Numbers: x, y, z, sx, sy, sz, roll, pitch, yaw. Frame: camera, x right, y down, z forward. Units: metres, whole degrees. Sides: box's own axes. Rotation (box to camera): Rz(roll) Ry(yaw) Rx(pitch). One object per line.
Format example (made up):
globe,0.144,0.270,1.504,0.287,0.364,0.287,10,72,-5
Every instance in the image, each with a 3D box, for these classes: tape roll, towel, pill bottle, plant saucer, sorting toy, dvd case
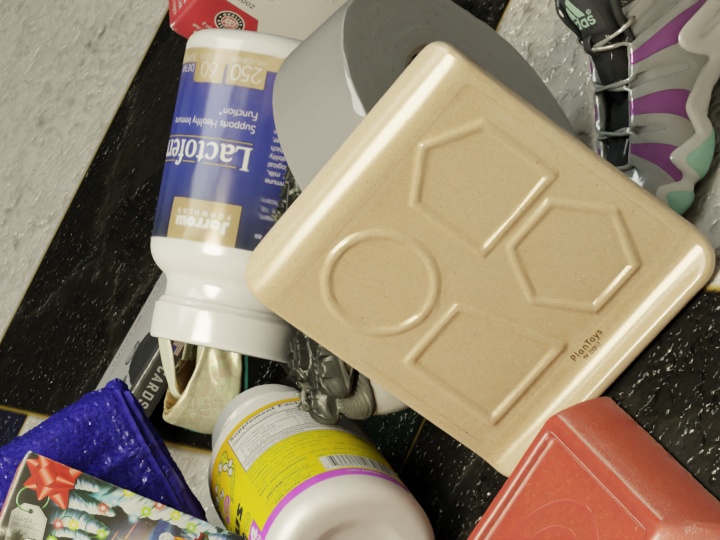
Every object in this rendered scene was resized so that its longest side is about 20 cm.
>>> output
tape roll,0.045,-0.072,1.610,0.066,0.200,0.201,-40,31,33
towel,-0.143,0.176,1.603,0.148,0.200,0.050,-32,-2,-28
pill bottle,-0.071,-0.047,1.754,0.116,0.115,0.201,3,83,63
pill bottle,-0.031,0.137,1.636,0.104,0.104,0.200,-56,24,7
plant saucer,0.097,0.174,1.433,0.200,0.037,0.200,-57,24,7
sorting toy,0.065,-0.005,1.510,0.185,0.200,0.036,-49,11,22
dvd case,-0.146,0.047,2.004,0.151,0.025,0.200,-59,10,0

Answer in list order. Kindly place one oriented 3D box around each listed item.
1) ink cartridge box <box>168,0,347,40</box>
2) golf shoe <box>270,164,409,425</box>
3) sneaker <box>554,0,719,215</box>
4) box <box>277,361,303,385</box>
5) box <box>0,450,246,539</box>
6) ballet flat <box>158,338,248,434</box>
ink cartridge box,-0.024,-0.229,1.984,0.200,0.147,0.083,-46,29,30
golf shoe,0.000,0.000,1.654,0.078,0.094,0.201,119,147,-60
sneaker,0.140,-0.120,1.550,0.078,0.140,0.200,-14,50,57
box,0.001,-0.028,1.833,0.200,0.050,0.199,-56,25,6
box,-0.161,0.219,1.540,0.040,0.137,0.200,133,158,-67
ballet flat,-0.104,0.010,1.848,0.067,0.062,0.201,165,108,-72
